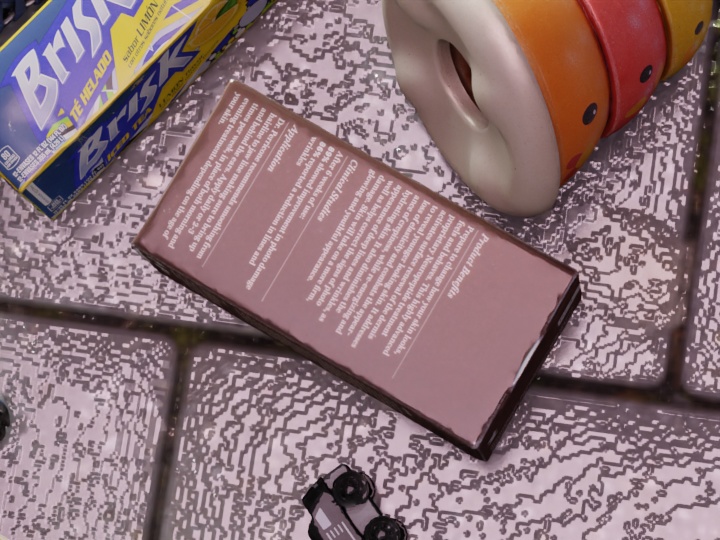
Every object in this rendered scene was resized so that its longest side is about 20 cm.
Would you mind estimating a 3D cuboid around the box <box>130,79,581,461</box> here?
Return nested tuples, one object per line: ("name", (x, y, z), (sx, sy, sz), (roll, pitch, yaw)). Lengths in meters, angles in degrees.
("box", (0.000, 0.000, 1.291), (0.199, 0.075, 0.100), (30, 85, 12))

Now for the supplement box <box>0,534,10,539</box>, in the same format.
("supplement box", (-0.147, 0.179, 1.211), (0.126, 0.200, 0.074), (33, 82, 12))

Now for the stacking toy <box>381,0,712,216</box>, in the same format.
("stacking toy", (0.122, -0.130, 1.284), (0.199, 0.146, 0.146), (-28, 78, -14))

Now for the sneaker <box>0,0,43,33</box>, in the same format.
("sneaker", (-0.173, -0.160, 1.338), (0.082, 0.070, 0.201), (30, 86, 13))

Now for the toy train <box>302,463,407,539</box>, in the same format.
("toy train", (0.034, 0.184, 1.274), (0.046, 0.034, 0.200), (-36, 78, 3))

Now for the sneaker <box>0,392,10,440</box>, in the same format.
("sneaker", (-0.276, 0.073, 1.315), (0.199, 0.072, 0.073), (-7, 53, -2))

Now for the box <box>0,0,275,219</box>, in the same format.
("box", (-0.114, -0.122, 1.325), (0.200, 0.070, 0.064), (-45, 76, -3))
